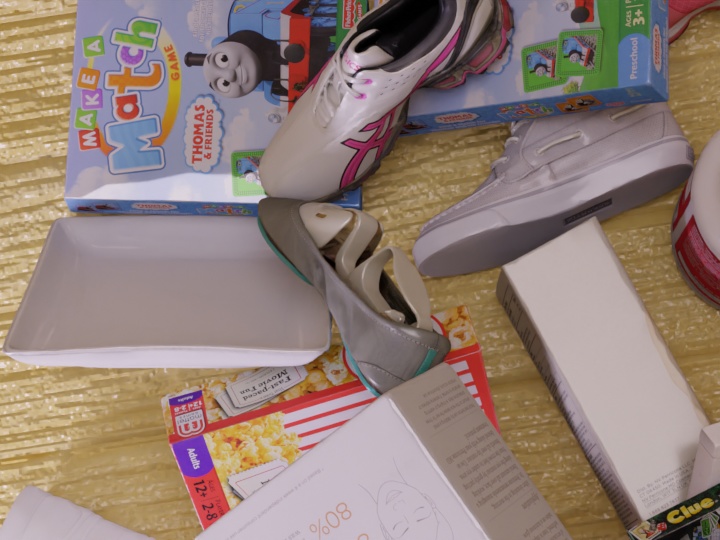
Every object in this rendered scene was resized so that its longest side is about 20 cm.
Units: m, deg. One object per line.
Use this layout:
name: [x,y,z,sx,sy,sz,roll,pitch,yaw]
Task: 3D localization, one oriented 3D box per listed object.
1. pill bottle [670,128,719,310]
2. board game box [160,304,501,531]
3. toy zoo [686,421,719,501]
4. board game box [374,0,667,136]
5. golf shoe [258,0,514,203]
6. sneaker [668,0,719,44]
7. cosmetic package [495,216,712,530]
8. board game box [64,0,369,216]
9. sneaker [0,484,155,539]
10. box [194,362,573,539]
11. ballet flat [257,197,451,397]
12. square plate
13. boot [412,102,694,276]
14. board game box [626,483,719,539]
pill bottle: [0.258,-0.039,1.352,0.111,0.200,0.113,0,80,2]
board game box: [-0.010,0.116,1.365,0.199,0.152,0.046,-17,41,0]
toy zoo: [0.258,0.149,1.325,0.130,0.020,0.201,-6,124,-20]
board game box: [0.103,-0.174,1.413,0.199,0.037,0.152,-6,72,29]
golf shoe: [0.001,-0.122,1.373,0.200,0.092,0.073,-43,60,14]
sneaker: [0.221,-0.208,1.434,0.199,0.087,0.074,-15,57,-3]
cosmetic package: [0.165,0.076,1.386,0.073,0.104,0.201,-27,81,-3]
board game box: [-0.096,-0.113,1.460,0.198,0.037,0.152,1,77,3]
sneaker: [-0.198,0.250,1.385,0.115,0.074,0.201,19,80,9]
box: [0.035,0.181,1.206,0.152,0.106,0.201,-37,83,21]
ballet flat: [0.000,0.000,1.319,0.064,0.067,0.200,-56,42,22]
square plate: [-0.114,0.015,1.383,0.198,0.198,0.029,0,115,2]
boot: [0.115,-0.071,1.438,0.199,0.074,0.096,-21,69,-6]
board game box: [0.233,0.209,1.326,0.104,0.201,0.023,-26,38,-8]
